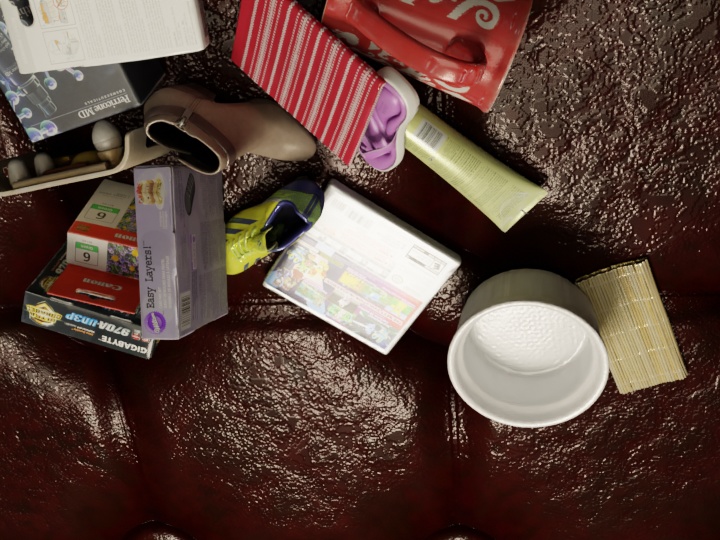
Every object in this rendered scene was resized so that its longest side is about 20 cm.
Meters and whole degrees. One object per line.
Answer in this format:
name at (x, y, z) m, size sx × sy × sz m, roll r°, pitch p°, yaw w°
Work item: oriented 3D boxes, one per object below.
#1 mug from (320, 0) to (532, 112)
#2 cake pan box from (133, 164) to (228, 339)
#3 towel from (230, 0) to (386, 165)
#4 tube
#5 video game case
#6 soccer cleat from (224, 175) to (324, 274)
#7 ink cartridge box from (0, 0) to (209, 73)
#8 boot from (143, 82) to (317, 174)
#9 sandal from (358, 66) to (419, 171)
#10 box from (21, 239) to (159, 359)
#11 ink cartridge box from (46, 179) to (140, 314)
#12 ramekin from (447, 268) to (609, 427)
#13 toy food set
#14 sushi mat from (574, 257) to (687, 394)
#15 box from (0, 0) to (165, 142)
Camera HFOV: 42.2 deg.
mug at (0.066, -0.265, 0.968) m, size 0.199 × 0.178 × 0.134 m, roll 21°, pitch 95°, yaw -1°
cake pan box at (-0.206, -0.024, 1.097) m, size 0.052 × 0.184 × 0.202 m, roll -1°, pitch 98°, yaw 11°
towel at (-0.062, -0.222, 1.011) m, size 0.200 × 0.022 × 0.145 m, roll 43°, pitch 149°, yaw 11°
tube at (0.126, -0.124, 1.116) m, size 0.199 × 0.052 × 0.058 m, roll 34°, pitch 164°, yaw -17°
video game case at (0.000, 0.000, 1.219) m, size 0.199 × 0.023 × 0.183 m, roll 30°, pitch 120°, yaw -13°
soccer cleat at (-0.124, -0.045, 1.162) m, size 0.065 × 0.084 × 0.200 m, roll 42°, pitch 127°, yaw -21°
ink cartridge box at (-0.268, -0.295, 0.955) m, size 0.198 × 0.050 × 0.163 m, roll -6°, pitch 116°, yaw 5°
boot at (-0.151, -0.151, 1.070) m, size 0.199 × 0.147 × 0.071 m, roll 21°, pitch 120°, yaw -7°
sandal at (0.012, -0.162, 1.043) m, size 0.082 × 0.050 × 0.203 m, roll 46°, pitch 162°, yaw 9°
box at (-0.305, 0.017, 1.160) m, size 0.158 × 0.200 × 0.046 m, roll 17°, pitch 119°, yaw -4°
ink cartridge box at (-0.291, -0.034, 1.126) m, size 0.108 × 0.200 × 0.051 m, roll 13°, pitch 123°, yaw -2°
ramekin at (0.215, 0.095, 1.200) m, size 0.199 × 0.098 × 0.202 m, roll 5°, pitch 124°, yaw 8°
toy food set at (-0.331, -0.142, 1.101) m, size 0.198 × 0.144 × 0.061 m, roll -9°, pitch 103°, yaw 13°
sushi mat at (0.358, 0.076, 1.228) m, size 0.095 × 0.012 × 0.201 m, roll -19°, pitch 117°, yaw 18°
box at (-0.337, -0.270, 1.043) m, size 0.147 × 0.107 × 0.201 m, roll -16°, pitch 119°, yaw 15°
